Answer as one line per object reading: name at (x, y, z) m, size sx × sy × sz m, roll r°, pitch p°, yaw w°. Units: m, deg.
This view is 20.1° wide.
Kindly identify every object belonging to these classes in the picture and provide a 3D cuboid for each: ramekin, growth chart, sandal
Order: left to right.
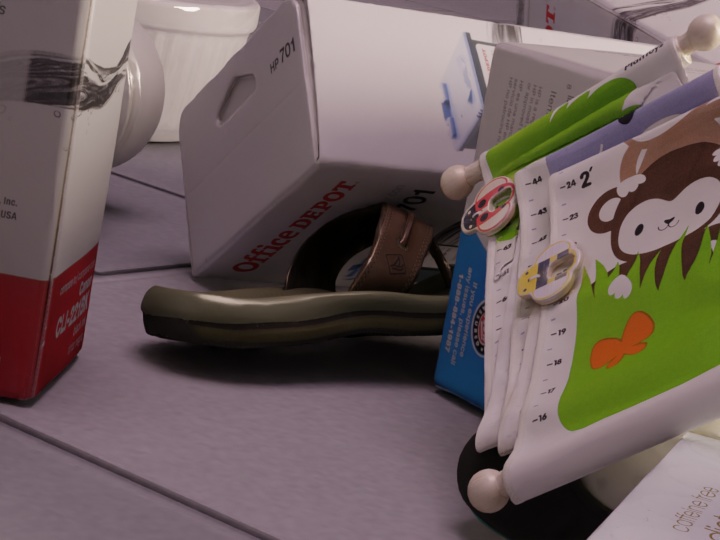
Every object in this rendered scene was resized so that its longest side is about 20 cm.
ramekin at (-0.172, -0.147, 1.327) m, size 0.202 × 0.095 × 0.202 m, roll 11°, pitch 13°, yaw -2°
sandal at (0.000, 0.000, 0.850) m, size 0.201 × 0.058 × 0.080 m, roll -3°, pitch -1°, yaw -41°
growth chart at (0.087, -0.008, 0.668) m, size 0.018 × 0.145 × 0.200 m, roll 42°, pitch 28°, yaw -27°

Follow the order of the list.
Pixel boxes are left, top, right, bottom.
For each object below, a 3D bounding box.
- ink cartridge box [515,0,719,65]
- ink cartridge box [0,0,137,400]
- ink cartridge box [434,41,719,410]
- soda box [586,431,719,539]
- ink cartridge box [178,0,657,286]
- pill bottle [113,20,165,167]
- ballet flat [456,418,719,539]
ink cartridge box at (0.165, -0.066, 1.024) m, size 0.085 × 0.146 × 0.200 m, roll -17°, pitch 35°, yaw -27°
ink cartridge box at (-0.163, -0.071, 0.735) m, size 0.144 × 0.201 × 0.084 m, roll 12°, pitch 13°, yaw 4°
ink cartridge box at (0.152, 0.006, 0.780) m, size 0.144 × 0.148 × 0.200 m, roll 2°, pitch 15°, yaw -36°
soda box at (0.087, 0.098, 0.508) m, size 0.068 × 0.064 × 0.200 m, roll 15°, pitch 12°, yaw 18°
ink cartridge box at (0.034, -0.051, 0.945) m, size 0.199 × 0.086 × 0.146 m, roll 3°, pitch -21°, yaw -27°
pill bottle at (-0.183, -0.085, 0.986) m, size 0.114 × 0.115 × 0.200 m, roll 16°, pitch 13°, yaw 23°
ballet flat at (0.129, 0.066, 0.639) m, size 0.199 × 0.069 × 0.068 m, roll 12°, pitch 49°, yaw 11°
